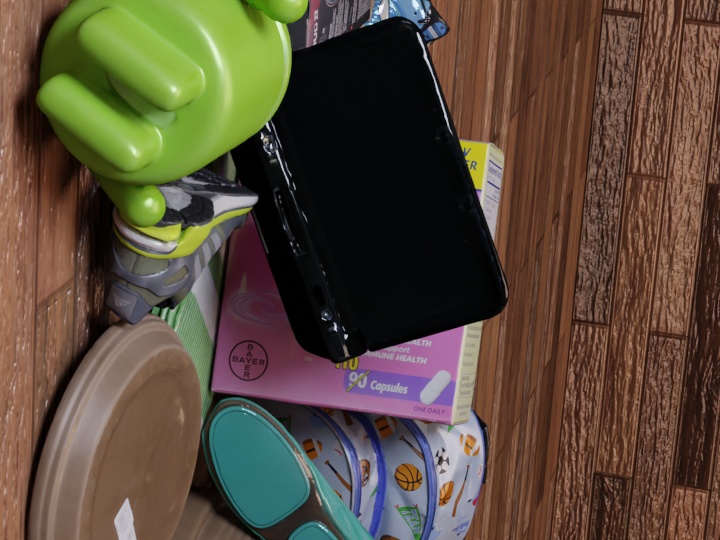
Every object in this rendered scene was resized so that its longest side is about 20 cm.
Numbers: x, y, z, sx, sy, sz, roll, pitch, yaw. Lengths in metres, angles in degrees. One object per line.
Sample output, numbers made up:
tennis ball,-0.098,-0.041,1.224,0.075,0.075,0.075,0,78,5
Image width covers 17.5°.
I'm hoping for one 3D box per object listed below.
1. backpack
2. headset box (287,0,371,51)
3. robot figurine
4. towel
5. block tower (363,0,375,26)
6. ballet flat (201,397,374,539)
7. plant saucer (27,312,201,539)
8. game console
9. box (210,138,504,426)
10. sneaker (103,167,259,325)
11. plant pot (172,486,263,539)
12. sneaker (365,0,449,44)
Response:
backpack,-0.004,0.143,1.783,0.154,0.190,0.200,-34,138,-48
headset box,-0.048,-0.226,1.626,0.200,0.075,0.149,-54,149,-65
robot figurine,-0.108,-0.115,1.330,0.176,0.116,0.200,-56,175,20
towel,-0.112,0.017,1.622,0.153,0.023,0.200,77,23,-61
block tower,-0.023,-0.199,1.803,0.054,0.058,0.200,74,26,-63
ballet flat,-0.048,0.168,1.676,0.200,0.067,0.070,54,9,-13
plant saucer,-0.147,0.126,1.456,0.200,0.029,0.201,14,90,-72
game console,-0.005,-0.052,1.534,0.176,0.116,0.200,-172,-117,-78
box,0.000,0.000,1.664,0.097,0.175,0.201,16,82,-80
sneaker,-0.122,-0.022,1.478,0.081,0.074,0.200,-66,171,15
plant pot,-0.094,0.262,1.693,0.201,0.092,0.201,7,90,-77
sneaker,0.026,-0.195,1.944,0.078,0.090,0.201,24,75,-77
